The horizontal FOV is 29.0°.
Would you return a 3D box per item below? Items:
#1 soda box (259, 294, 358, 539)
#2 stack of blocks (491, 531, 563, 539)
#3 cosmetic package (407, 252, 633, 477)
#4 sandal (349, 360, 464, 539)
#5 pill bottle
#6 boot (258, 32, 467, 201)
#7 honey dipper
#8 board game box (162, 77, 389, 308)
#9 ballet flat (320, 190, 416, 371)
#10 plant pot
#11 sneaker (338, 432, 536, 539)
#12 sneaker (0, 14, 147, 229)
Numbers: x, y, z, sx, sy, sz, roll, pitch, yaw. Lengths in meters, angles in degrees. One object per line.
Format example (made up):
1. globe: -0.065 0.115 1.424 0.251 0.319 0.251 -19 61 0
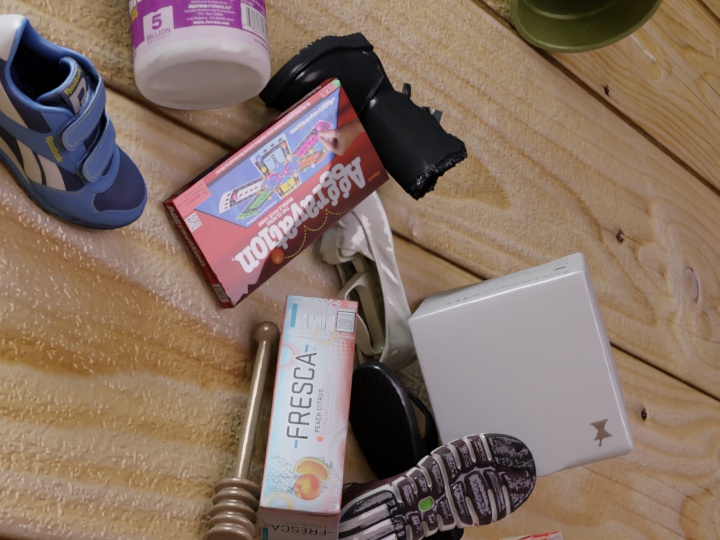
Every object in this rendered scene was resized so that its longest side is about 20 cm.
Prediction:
1. soda box: -0.040 0.119 1.110 0.069 0.063 0.202 95 1 -52
2. stack of blocks: 0.055 0.257 1.105 0.115 0.198 0.059 -3 79 -57
3. cosmetic package: 0.151 0.090 1.293 0.200 0.165 0.168 -34 108 -80
4. sandal: 0.042 0.159 1.245 0.048 0.075 0.202 -45 123 -41
5. pill bottle: -0.134 -0.242 1.122 0.112 0.111 0.203 15 64 -52
6. boot: 0.009 -0.136 1.282 0.163 0.073 0.198 50 28 4
7. honey dipper: -0.090 0.125 1.104 0.038 0.038 0.202 43 40 -38
8. board game box: -0.066 -0.067 1.166 0.200 0.019 0.104 -41 113 -31
9. ballet flat: 0.000 0.000 1.266 0.069 0.069 0.202 -27 101 -56
10. plant pot: 0.267 -0.413 1.748 0.199 0.199 0.192 32 38 -45
11. sneaker: 0.044 0.186 1.181 0.198 0.115 0.077 -14 93 -28
12. sneaker: -0.210 -0.101 0.977 0.200 0.082 0.075 45 41 -39
